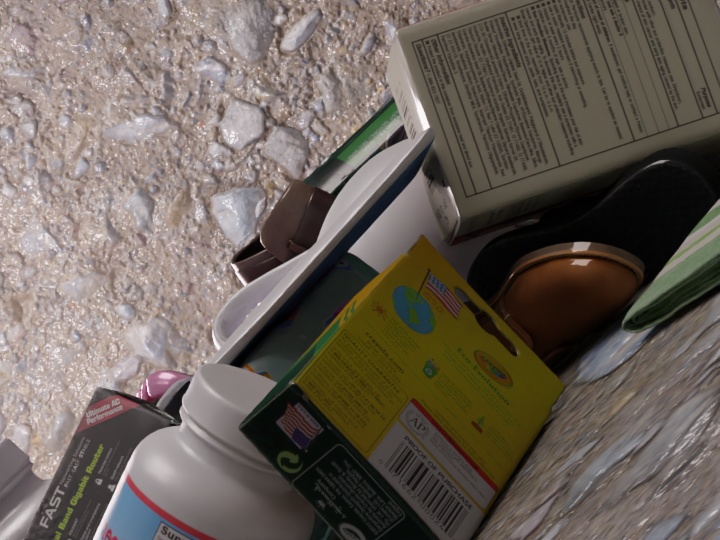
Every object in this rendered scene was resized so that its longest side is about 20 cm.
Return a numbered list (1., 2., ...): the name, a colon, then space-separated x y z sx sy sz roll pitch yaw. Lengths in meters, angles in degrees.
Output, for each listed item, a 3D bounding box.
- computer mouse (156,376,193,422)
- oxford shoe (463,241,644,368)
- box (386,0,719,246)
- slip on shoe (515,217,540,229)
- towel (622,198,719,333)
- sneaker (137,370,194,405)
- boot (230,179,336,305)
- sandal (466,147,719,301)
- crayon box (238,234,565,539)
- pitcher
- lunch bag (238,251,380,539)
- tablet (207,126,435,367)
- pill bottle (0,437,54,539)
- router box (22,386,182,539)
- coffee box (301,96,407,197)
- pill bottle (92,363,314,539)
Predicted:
1. computer mouse: -0.139 0.151 1.669 0.110 0.044 0.200 80 -150 -42
2. oxford shoe: 0.106 0.042 1.504 0.200 0.071 0.072 -39 33 52
3. box: 0.129 -0.111 1.552 0.199 0.128 0.109 -18 -8 -5
4. slip on shoe: 0.140 -0.064 1.696 0.074 0.061 0.200 -38 25 -23
5. towel: 0.236 -0.053 1.357 0.200 0.023 0.153 -48 4 -35
6. sneaker: -0.154 0.157 1.833 0.200 0.079 0.096 117 160 -54
7. boot: 0.003 -0.015 1.819 0.200 0.146 0.070 -46 9 27
8. sandal: 0.151 -0.018 1.533 0.200 0.075 0.048 -29 14 39
9. crayon box: 0.028 0.075 1.335 0.051 0.127 0.200 -41 3 33
10. pitcher: 0.000 0.000 1.685 0.171 0.121 0.200 24 71 43
11. lunch bag: -0.035 0.120 1.507 0.170 0.122 0.200 -47 -13 -44
12. tablet: -0.028 -0.003 1.496 0.200 0.014 0.130 -48 -3 -10
13. pill bottle: -0.212 0.218 1.759 0.112 0.200 0.112 -43 4 3
14. router box: -0.152 0.188 1.538 0.201 0.062 0.150 -64 -27 -10
15. coffee box: 0.053 -0.035 1.914 0.123 0.200 0.044 -43 37 -11
16. pill bottle: -0.092 0.158 1.352 0.109 0.108 0.201 -60 -5 -79
